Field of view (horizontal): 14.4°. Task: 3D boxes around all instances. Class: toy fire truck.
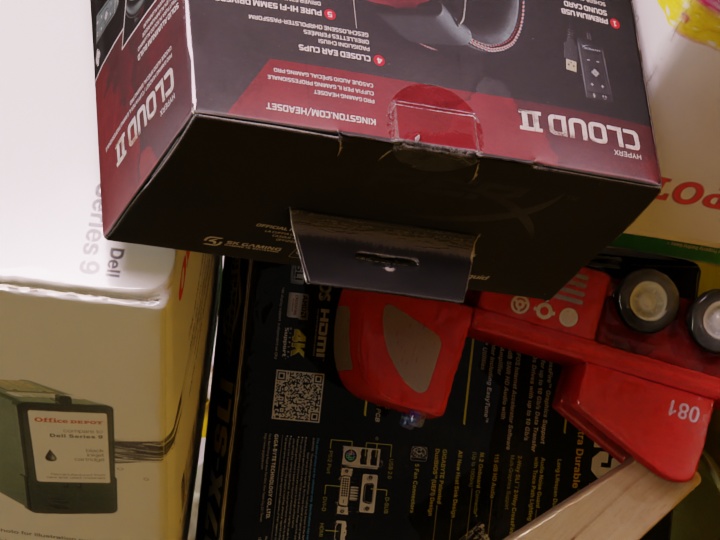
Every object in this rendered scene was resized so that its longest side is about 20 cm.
[{"bbox_3d":[0.079,0.071,0.922,0.049,0.199,0.142,136,149,-83],"label":"toy fire truck"}]

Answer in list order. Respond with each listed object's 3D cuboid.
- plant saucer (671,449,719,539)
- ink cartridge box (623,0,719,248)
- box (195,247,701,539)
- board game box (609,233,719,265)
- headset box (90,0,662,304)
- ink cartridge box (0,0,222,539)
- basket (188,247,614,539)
[{"bbox_3d":[0.099,0.150,1.040,0.200,0.031,0.201,-29,57,58],"label":"plant saucer"},{"bbox_3d":[0.144,-0.123,0.894,0.200,0.146,0.146,-64,31,32],"label":"ink cartridge box"},{"bbox_3d":[0.025,0.087,0.980,0.049,0.159,0.201,-163,79,-75],"label":"box"},{"bbox_3d":[0.084,-0.062,1.015,0.029,0.134,0.200,-69,28,22],"label":"board game box"},{"bbox_3d":[-0.001,-0.084,0.843,0.075,0.148,0.201,132,139,-51],"label":"headset box"},{"bbox_3d":[-0.091,0.000,0.931,0.200,0.084,0.146,95,-179,-56],"label":"ink cartridge box"},{"bbox_3d":[0.000,0.000,1.141,0.200,0.160,0.199,-56,35,41],"label":"basket"}]
